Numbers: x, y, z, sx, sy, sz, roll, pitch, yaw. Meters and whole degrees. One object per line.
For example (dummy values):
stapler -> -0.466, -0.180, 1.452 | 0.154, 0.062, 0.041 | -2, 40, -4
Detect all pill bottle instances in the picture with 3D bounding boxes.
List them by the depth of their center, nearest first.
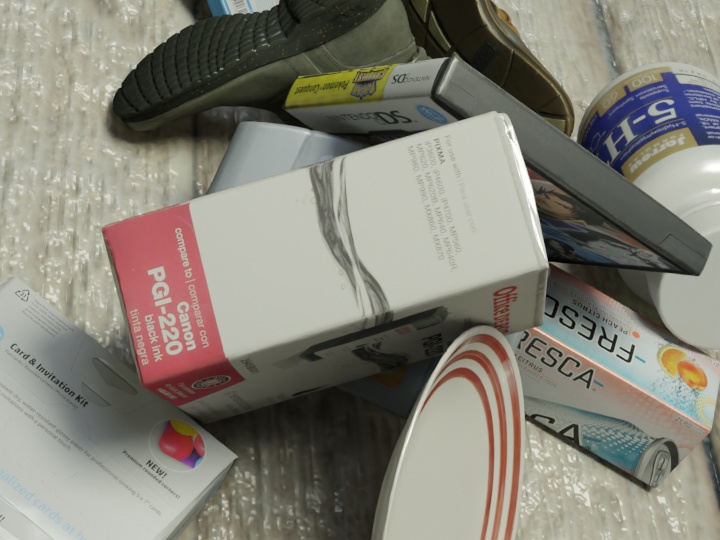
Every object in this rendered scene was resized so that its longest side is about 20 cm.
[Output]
pill bottle -> 0.215, -0.043, 0.941 | 0.119, 0.120, 0.201 | 17, 29, -14

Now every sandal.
sandal -> 0.090, -0.163, 1.041 | 0.200, 0.082, 0.054 | 50, 31, 17

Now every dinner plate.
dinner plate -> 0.041, 0.126, 0.716 | 0.024, 0.202, 0.201 | 9, 40, 24

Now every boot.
boot -> -0.044, -0.104, 0.906 | 0.068, 0.199, 0.131 | -101, 164, -50

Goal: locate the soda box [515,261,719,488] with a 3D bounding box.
soda box -> 0.119, 0.048, 0.884 | 0.199, 0.069, 0.064 | 30, 43, -2

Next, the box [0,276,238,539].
box -> -0.177, 0.112, 0.693 | 0.155, 0.041, 0.200 | 38, 46, 4

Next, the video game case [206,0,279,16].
video game case -> -0.045, -0.248, 1.027 | 0.199, 0.018, 0.144 | -30, 103, -41

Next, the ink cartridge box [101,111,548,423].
ink cartridge box -> -0.010, 0.004, 0.722 | 0.198, 0.146, 0.086 | -18, 76, 2

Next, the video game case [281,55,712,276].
video game case -> 0.074, -0.056, 0.827 | 0.199, 0.180, 0.026 | 31, 78, -27

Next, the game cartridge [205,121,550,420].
game cartridge -> 0.000, 0.000, 0.820 | 0.199, 0.134, 0.042 | 24, 1, 2
